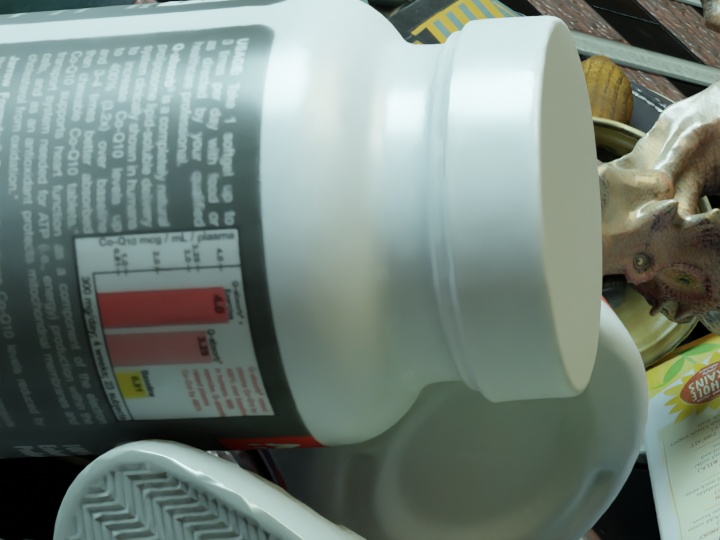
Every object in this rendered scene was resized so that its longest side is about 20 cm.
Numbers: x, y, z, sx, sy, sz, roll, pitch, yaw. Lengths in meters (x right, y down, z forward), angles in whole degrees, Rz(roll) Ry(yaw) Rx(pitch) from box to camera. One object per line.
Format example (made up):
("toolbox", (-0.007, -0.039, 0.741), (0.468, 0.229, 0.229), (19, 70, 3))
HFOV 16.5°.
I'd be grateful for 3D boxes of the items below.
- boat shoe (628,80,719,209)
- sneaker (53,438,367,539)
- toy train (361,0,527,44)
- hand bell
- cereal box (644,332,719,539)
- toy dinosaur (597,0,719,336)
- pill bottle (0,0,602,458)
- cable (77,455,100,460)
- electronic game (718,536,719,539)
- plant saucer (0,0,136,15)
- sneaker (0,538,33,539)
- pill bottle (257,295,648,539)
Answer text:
("boat shoe", (0.145, -0.026, 1.043), (0.200, 0.072, 0.065), (51, -4, 33))
("sneaker", (0.017, 0.106, 0.638), (0.200, 0.074, 0.116), (40, 21, 2))
("toy train", (0.014, -0.081, 1.008), (0.114, 0.085, 0.200), (36, 25, 7))
("hand bell", (0.089, -0.046, 0.983), (0.104, 0.104, 0.200), (27, 25, -5))
("cereal box", (0.168, 0.062, 0.819), (0.040, 0.143, 0.200), (61, 14, -22))
("toy dinosaur", (0.158, -0.026, 0.833), (0.199, 0.136, 0.086), (14, -6, -5))
("pill bottle", (-0.044, -0.011, 0.636), (0.199, 0.117, 0.116), (-3, 17, 14))
("cable", (-0.112, -0.020, 0.767), (0.097, 0.051, 0.200), (15, 24, -25))
("electronic game", (0.194, 0.108, 0.685), (0.199, 0.201, 0.042), (31, -4, 6))
("plant saucer", (-0.132, -0.088, 0.779), (0.200, 0.199, 0.036), (-93, 161, -64))
("sneaker", (-0.129, 0.072, 0.525), (0.199, 0.081, 0.086), (27, 32, 11))
("pill bottle", (0.000, 0.000, 0.779), (0.111, 0.112, 0.200), (14, 27, -33))
